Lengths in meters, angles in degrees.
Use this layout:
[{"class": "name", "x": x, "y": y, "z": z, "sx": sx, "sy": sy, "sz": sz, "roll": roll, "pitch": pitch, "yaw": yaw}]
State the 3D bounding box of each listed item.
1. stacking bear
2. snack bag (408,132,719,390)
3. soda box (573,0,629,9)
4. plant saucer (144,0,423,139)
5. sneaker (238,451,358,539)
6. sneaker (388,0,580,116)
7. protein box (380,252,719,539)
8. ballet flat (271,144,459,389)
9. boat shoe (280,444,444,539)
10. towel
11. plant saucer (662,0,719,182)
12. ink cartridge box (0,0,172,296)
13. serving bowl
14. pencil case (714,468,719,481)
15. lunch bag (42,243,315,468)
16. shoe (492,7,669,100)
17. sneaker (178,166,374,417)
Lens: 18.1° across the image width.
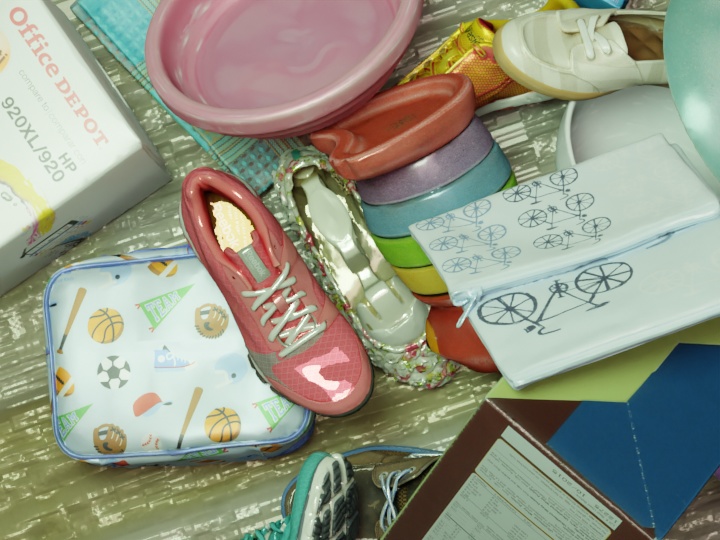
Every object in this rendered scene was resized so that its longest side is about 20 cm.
[{"class": "stacking bear", "x": 0.061, "y": -0.021, "z": 1.528, "sx": 0.113, "sy": 0.121, "sz": 0.201, "roll": -26, "pitch": 110, "yaw": -4}, {"class": "snack bag", "x": 0.142, "y": -0.008, "z": 1.389, "sx": 0.188, "sy": 0.200, "sz": 0.021, "roll": -19, "pitch": 123, "yaw": -5}, {"class": "soda box", "x": 0.108, "y": -0.251, "z": 1.601, "sx": 0.200, "sy": 0.068, "sz": 0.064, "roll": 29, "pitch": 87, "yaw": 5}, {"class": "plant saucer", "x": -0.049, "y": -0.162, "z": 1.554, "sx": 0.200, "sy": 0.051, "sz": 0.201, "roll": -11, "pitch": 47, "yaw": 13}, {"class": "sneaker", "x": -0.058, "y": 0.206, "z": 1.547, "sx": 0.079, "sy": 0.077, "sz": 0.201, "roll": 28, "pitch": 118, "yaw": 16}, {"class": "sneaker", "x": 0.067, "y": -0.138, "z": 1.585, "sx": 0.199, "sy": 0.077, "sz": 0.073, "roll": -27, "pitch": 40, "yaw": -6}, {"class": "protein box", "x": 0.147, "y": 0.114, "z": 1.443, "sx": 0.135, "sy": 0.200, "sz": 0.199, "roll": 40, "pitch": 53, "yaw": 7}, {"class": "ballet flat", "x": 0.000, "y": 0.000, "z": 1.586, "sx": 0.076, "sy": 0.064, "sz": 0.200, "roll": -36, "pitch": 89, "yaw": 1}, {"class": "boat shoe", "x": 0.041, "y": 0.155, "z": 1.572, "sx": 0.199, "sy": 0.072, "sz": 0.073, "roll": -8, "pitch": 87, "yaw": 3}, {"class": "towel", "x": -0.093, "y": -0.170, "z": 1.632, "sx": 0.147, "sy": 0.022, "sz": 0.200, "roll": -43, "pitch": 85, "yaw": 0}, {"class": "plant saucer", "x": 0.283, "y": -0.120, "z": 1.476, "sx": 0.199, "sy": 0.036, "sz": 0.201, "roll": 17, "pitch": 60, "yaw": -31}, {"class": "ink cartridge box", "x": -0.258, "y": -0.078, "z": 1.572, "sx": 0.200, "sy": 0.145, "sz": 0.147, "roll": -35, "pitch": 84, "yaw": 0}, {"class": "serving bowl", "x": 0.217, "y": -0.050, "z": 1.549, "sx": 0.199, "sy": 0.066, "sz": 0.201, "roll": 13, "pitch": 51, "yaw": -17}, {"class": "pencil case", "x": 0.244, "y": 0.084, "z": 1.559, "sx": 0.200, "sy": 0.084, "sz": 0.086, "roll": 43, "pitch": 104, "yaw": 6}, {"class": "lunch bag", "x": -0.122, "y": 0.056, "z": 1.591, "sx": 0.199, "sy": 0.076, "sz": 0.161, "roll": -5, "pitch": 80, "yaw": 2}, {"class": "shoe", "x": 0.182, "y": -0.155, "z": 1.532, "sx": 0.199, "sy": 0.053, "sz": 0.070, "roll": 0, "pitch": 57, "yaw": -28}, {"class": "sneaker", "x": -0.065, "y": 0.015, "z": 1.514, "sx": 0.074, "sy": 0.087, "sz": 0.200, "roll": -35, "pitch": 78, "yaw": -2}]
